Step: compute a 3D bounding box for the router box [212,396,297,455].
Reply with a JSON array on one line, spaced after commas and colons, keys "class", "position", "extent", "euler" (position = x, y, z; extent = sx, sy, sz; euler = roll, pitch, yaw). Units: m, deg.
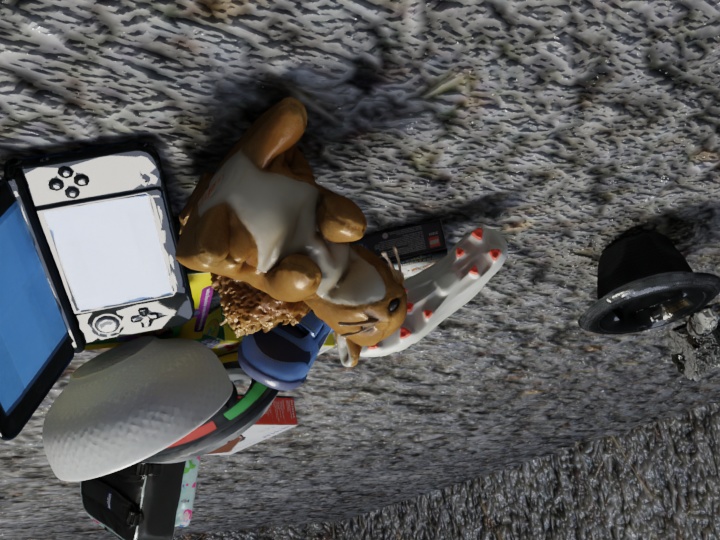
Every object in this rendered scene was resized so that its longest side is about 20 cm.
[{"class": "router box", "position": [-0.236, 0.266, 1.573], "extent": [0.177, 0.050, 0.199], "euler": [9, 151, -44]}]

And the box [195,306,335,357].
[{"class": "box", "position": [-0.144, 0.090, 1.170], "extent": [0.198, 0.049, 0.117], "euler": [5, 155, -42]}]

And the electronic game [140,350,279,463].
[{"class": "electronic game", "position": [-0.175, 0.147, 1.032], "extent": [0.196, 0.042, 0.201], "euler": [-20, -160, 7]}]

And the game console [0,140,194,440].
[{"class": "game console", "position": [-0.226, 0.020, 0.739], "extent": [0.167, 0.120, 0.202], "euler": [-10, 135, -7]}]

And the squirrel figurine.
[{"class": "squirrel figurine", "position": [-0.052, -0.011, 0.756], "extent": [0.185, 0.143, 0.199], "euler": [35, 158, -21]}]

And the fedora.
[{"class": "fedora", "position": [0.352, 0.010, 1.158], "extent": [0.196, 0.093, 0.201], "euler": [-10, 159, -4]}]

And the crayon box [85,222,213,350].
[{"class": "crayon box", "position": [-0.237, 0.020, 0.918], "extent": [0.169, 0.059, 0.200], "euler": [-4, 159, -16]}]

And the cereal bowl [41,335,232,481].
[{"class": "cereal bowl", "position": [-0.233, 0.124, 0.937], "extent": [0.197, 0.085, 0.200], "euler": [-21, -168, 4]}]

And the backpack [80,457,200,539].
[{"class": "backpack", "position": [-0.352, 0.321, 1.454], "extent": [0.197, 0.182, 0.149], "euler": [8, 179, 39]}]

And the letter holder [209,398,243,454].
[{"class": "letter holder", "position": [-0.266, 0.200, 1.317], "extent": [0.196, 0.102, 0.142], "euler": [0, 155, -27]}]

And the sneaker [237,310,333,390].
[{"class": "sneaker", "position": [-0.054, 0.038, 0.881], "extent": [0.073, 0.200, 0.083], "euler": [29, 122, 3]}]

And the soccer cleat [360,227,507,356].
[{"class": "soccer cleat", "position": [0.071, 0.029, 0.964], "extent": [0.198, 0.070, 0.078], "euler": [-34, 163, -1]}]

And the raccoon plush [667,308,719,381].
[{"class": "raccoon plush", "position": [0.632, 0.122, 1.617], "extent": [0.131, 0.098, 0.201], "euler": [-16, 160, -11]}]

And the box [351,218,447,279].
[{"class": "box", "position": [0.000, 0.000, 1.025], "extent": [0.196, 0.035, 0.110], "euler": [-12, 159, 2]}]
